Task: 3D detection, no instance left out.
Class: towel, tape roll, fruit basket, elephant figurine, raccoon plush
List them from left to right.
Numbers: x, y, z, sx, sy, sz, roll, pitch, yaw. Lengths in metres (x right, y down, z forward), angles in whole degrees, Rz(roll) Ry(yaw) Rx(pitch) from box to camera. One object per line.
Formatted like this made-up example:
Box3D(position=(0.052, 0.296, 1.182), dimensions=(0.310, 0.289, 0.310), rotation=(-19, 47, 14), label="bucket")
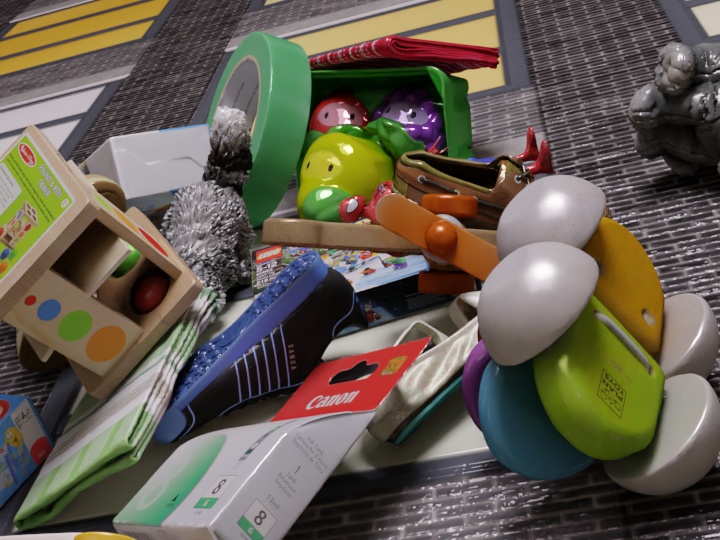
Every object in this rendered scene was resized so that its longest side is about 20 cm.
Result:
Box3D(position=(-0.188, 0.108, 0.854), dimensions=(0.149, 0.031, 0.201), rotation=(-36, 21, 30), label="towel")
Box3D(position=(-0.156, -0.042, 0.984), dimensions=(0.095, 0.203, 0.134), rotation=(1, 18, 6), label="raccoon plush")
Box3D(position=(-0.115, -0.149, 1.138), dimensions=(0.048, 0.203, 0.200), rotation=(12, 17, -26), label="tape roll")
Box3D(position=(0.000, -0.126, 1.094), dimensions=(0.212, 0.158, 0.216), rotation=(-5, 14, 1), label="fruit basket")
Box3D(position=(0.035, -0.216, 1.123), dimensions=(0.143, 0.023, 0.199), rotation=(0, 2, -31), label="towel")
Box3D(position=(0.338, -0.111, 0.906), dimensions=(0.140, 0.157, 0.200), rotation=(16, 17, -41), label="elephant figurine")

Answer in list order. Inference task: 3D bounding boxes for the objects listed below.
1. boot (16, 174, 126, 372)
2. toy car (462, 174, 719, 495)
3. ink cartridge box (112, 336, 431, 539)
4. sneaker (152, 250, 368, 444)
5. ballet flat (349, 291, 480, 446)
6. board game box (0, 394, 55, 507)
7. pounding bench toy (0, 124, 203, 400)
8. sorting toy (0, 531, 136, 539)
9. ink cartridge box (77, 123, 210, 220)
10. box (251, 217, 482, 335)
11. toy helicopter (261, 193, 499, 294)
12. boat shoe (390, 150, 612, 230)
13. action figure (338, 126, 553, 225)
Box3D(position=(-0.290, -0.028, 1.009), dimensions=(0.072, 0.202, 0.156), rotation=(6, 30, -35), label="boot")
Box3D(position=(0.133, 0.054, 0.694), dimensions=(0.150, 0.175, 0.201), rotation=(-37, 17, 33), label="toy car")
Box3D(position=(-0.060, 0.109, 0.716), dimensions=(0.200, 0.050, 0.160), rotation=(-51, 18, -30), label="ink cartridge box")
Box3D(position=(-0.081, 0.078, 0.851), dimensions=(0.200, 0.078, 0.070), rotation=(-43, 18, 2), label="sneaker")
Box3D(position=(0.074, 0.050, 0.795), dimensions=(0.199, 0.068, 0.062), rotation=(-35, 73, -27), label="ballet flat")
Box3D(position=(-0.383, 0.178, 0.854), dimensions=(0.193, 0.056, 0.200), rotation=(-1, 33, 29), label="board game box")
Box3D(position=(-0.245, -0.020, 0.866), dimensions=(0.124, 0.156, 0.200), rotation=(-46, 49, 1), label="pounding bench toy")
Box3D(position=(-0.187, 0.251, 0.602), dimensions=(0.197, 0.107, 0.182), rotation=(-8, 49, 18), label="sorting toy")
Box3D(position=(-0.246, -0.092, 1.166), dimensions=(0.114, 0.069, 0.199), rotation=(-13, -3, -33), label="ink cartridge box")
Box3D(position=(0.000, 0.000, 0.967), dimensions=(0.197, 0.038, 0.137), rotation=(-17, 29, 2), label="box")
Box3D(position=(0.024, -0.022, 0.808), dimensions=(0.197, 0.080, 0.132), rotation=(3, 2, -21), label="toy helicopter")
Box3D(position=(0.124, -0.060, 0.917), dimensions=(0.197, 0.069, 0.072), rotation=(4, 27, -4), label="boat shoe")
Box3D(position=(0.074, -0.083, 0.986), dimensions=(0.198, 0.052, 0.066), rotation=(-21, 31, -1), label="action figure")
